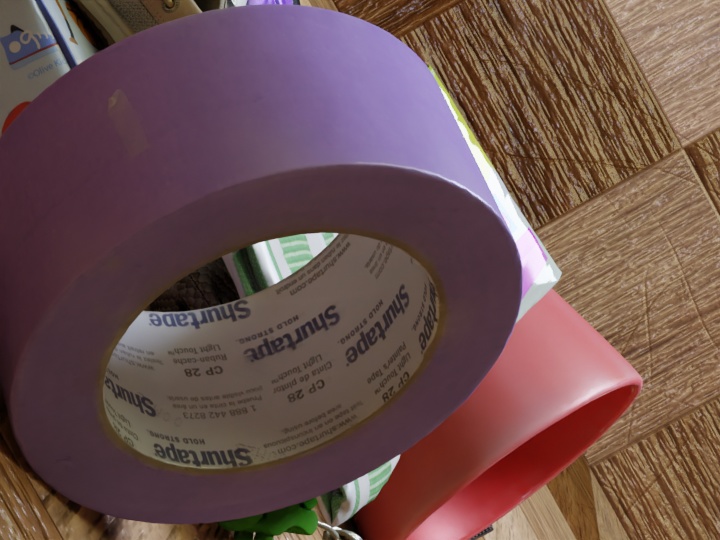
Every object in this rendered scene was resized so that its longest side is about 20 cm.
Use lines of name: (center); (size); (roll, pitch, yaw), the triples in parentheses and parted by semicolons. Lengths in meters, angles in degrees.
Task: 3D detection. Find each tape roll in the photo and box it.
tape roll: (-0.045, 0.002, 0.833); (0.200, 0.199, 0.085); (52, 11, -51)

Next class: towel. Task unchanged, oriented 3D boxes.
towel: (-0.015, 0.025, 1.053); (0.200, 0.023, 0.154); (-54, 123, -74)

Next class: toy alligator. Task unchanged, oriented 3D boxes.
toy alligator: (-0.051, 0.100, 1.016); (0.200, 0.059, 0.055); (57, 50, -42)

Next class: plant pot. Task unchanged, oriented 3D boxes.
plant pot: (0.044, 0.058, 1.347); (0.178, 0.200, 0.200); (54, 5, 15)

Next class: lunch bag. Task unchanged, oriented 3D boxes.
lunch bag: (-0.131, -0.072, 1.019); (0.161, 0.075, 0.200); (60, 8, 10)

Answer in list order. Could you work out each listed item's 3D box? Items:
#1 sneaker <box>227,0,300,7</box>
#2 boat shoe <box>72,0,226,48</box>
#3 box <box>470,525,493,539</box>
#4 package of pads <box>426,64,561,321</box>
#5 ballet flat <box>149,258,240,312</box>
sneaker: (-0.070, -0.117, 1.273); (0.099, 0.069, 0.202); (36, 58, -47)
boat shoe: (-0.087, -0.120, 0.980); (0.201, 0.065, 0.072); (61, 10, 27)
box: (0.018, 0.083, 1.572); (0.201, 0.044, 0.161); (56, 9, -36)
package of pads: (0.000, 0.000, 1.194); (0.068, 0.200, 0.155); (-11, -63, 55)
ballet flat: (-0.045, 0.060, 1.055); (0.046, 0.067, 0.201); (45, -13, 39)
